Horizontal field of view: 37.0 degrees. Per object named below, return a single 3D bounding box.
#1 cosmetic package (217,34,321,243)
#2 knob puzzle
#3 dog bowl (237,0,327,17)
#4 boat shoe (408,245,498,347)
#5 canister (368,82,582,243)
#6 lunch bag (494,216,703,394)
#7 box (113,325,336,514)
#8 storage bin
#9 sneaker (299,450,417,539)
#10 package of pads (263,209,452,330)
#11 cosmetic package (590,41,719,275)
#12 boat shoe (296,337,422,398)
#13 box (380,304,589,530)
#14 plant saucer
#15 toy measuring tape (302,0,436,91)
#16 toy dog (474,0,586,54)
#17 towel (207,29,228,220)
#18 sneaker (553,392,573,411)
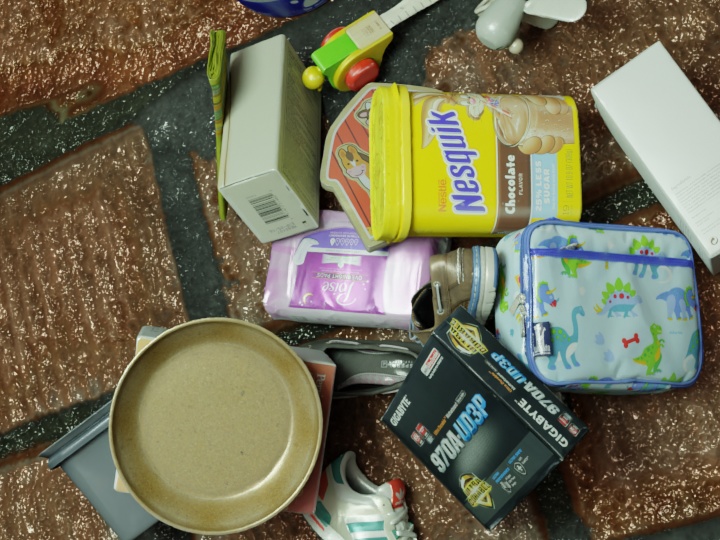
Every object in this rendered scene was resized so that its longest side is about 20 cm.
[{"bbox_3d":[-0.094,-0.143,1.165,0.072,0.104,0.202,-16,49,18],"label":"cosmetic package"},{"bbox_3d":[0.047,-0.134,1.143,0.216,0.031,0.222,-3,57,4],"label":"knob puzzle"},{"bbox_3d":[-0.095,-0.405,1.259,0.197,0.079,0.203,-3,81,22],"label":"dog bowl"},{"bbox_3d":[0.084,0.043,1.047,0.071,0.201,0.073,6,49,-1],"label":"boat shoe"},{"bbox_3d":[0.112,-0.104,1.062,0.197,0.087,0.151,0,82,-9],"label":"canister"},{"bbox_3d":[0.222,0.033,1.010,0.197,0.082,0.163,5,77,-21],"label":"lunch bag"},{"bbox_3d":[-0.135,0.148,1.084,0.197,0.106,0.155,8,91,-8],"label":"box"},{"bbox_3d":[-0.227,0.196,1.189,0.199,0.146,0.135,-35,87,-4],"label":"storage bin"},{"bbox_3d":[0.028,0.271,1.109,0.199,0.070,0.094,39,103,25],"label":"sneaker"},{"bbox_3d":[0.000,0.000,1.160,0.197,0.076,0.122,3,78,21],"label":"package of pads"},{"bbox_3d":[0.314,-0.105,1.036,0.084,0.107,0.202,-34,73,12],"label":"cosmetic package"},{"bbox_3d":[-0.012,0.104,1.158,0.197,0.057,0.068,-5,81,21],"label":"boat shoe"},{"bbox_3d":[0.110,0.145,1.014,0.159,0.201,0.046,45,59,13],"label":"box"},{"bbox_3d":[-0.135,0.144,1.012,0.197,0.035,0.203,0,93,-8],"label":"plant saucer"},{"bbox_3d":[0.019,-0.257,1.212,0.199,0.074,0.074,-34,70,-10],"label":"toy measuring tape"},{"bbox_3d":[0.216,-0.292,1.112,0.200,0.132,0.096,-42,101,18],"label":"toy dog"},{"bbox_3d":[-0.156,-0.156,1.181,0.018,0.202,0.087,2,46,-2],"label":"towel"},{"bbox_3d":[0.151,0.086,1.081,0.092,0.070,0.203,-15,80,15],"label":"sneaker"}]
